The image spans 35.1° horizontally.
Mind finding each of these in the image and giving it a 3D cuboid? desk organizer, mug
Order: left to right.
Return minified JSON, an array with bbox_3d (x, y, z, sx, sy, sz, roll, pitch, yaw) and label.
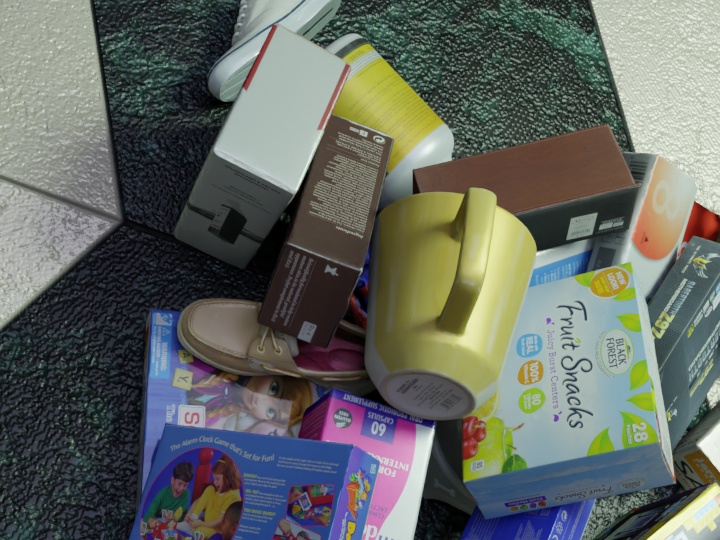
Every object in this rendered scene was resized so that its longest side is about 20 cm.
[{"bbox_3d":[0.062,0.029,0.956,0.147,0.187,0.155,-3,54,24],"label":"mug"},{"bbox_3d":[0.150,-0.067,1.065,0.197,0.072,0.078,-13,58,-5],"label":"desk organizer"}]

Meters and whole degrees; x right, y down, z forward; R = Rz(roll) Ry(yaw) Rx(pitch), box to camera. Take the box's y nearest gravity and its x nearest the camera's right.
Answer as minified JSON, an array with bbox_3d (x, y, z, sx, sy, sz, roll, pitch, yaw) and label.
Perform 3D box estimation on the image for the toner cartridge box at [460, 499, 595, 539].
[{"bbox_3d":[0.156,0.199,1.003,0.043,0.094,0.201,48,55,-28],"label":"toner cartridge box"}]

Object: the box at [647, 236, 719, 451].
[{"bbox_3d":[0.311,0.091,1.135,0.051,0.159,0.200,23,60,33],"label":"box"}]

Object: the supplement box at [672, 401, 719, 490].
[{"bbox_3d":[0.427,0.179,1.184,0.199,0.074,0.127,-35,84,-25],"label":"supplement box"}]

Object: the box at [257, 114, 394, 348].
[{"bbox_3d":[-0.029,-0.039,1.027,0.074,0.101,0.201,19,40,-7],"label":"box"}]

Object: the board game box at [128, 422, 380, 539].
[{"bbox_3d":[-0.091,0.201,0.913,0.045,0.198,0.136,41,57,-49],"label":"board game box"}]

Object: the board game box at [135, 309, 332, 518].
[{"bbox_3d":[-0.103,0.144,1.050,0.197,0.041,0.203,5,69,-16],"label":"board game box"}]

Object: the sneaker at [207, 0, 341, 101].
[{"bbox_3d":[-0.103,-0.250,1.191,0.070,0.073,0.200,37,54,9],"label":"sneaker"}]

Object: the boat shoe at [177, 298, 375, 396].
[{"bbox_3d":[-0.065,0.060,1.031,0.197,0.069,0.075,13,65,-13],"label":"boat shoe"}]

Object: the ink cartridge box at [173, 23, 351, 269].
[{"bbox_3d":[-0.096,-0.108,1.062,0.083,0.200,0.146,27,64,-10],"label":"ink cartridge box"}]

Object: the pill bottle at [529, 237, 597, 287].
[{"bbox_3d":[0.186,-0.020,1.163,0.198,0.112,0.113,-17,76,-23],"label":"pill bottle"}]

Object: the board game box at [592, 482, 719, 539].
[{"bbox_3d":[0.231,0.281,1.033,0.199,0.165,0.057,-31,82,-24],"label":"board game box"}]

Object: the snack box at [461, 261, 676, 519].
[{"bbox_3d":[0.174,0.102,0.992,0.166,0.068,0.202,-14,44,19],"label":"snack box"}]

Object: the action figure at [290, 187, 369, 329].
[{"bbox_3d":[0.000,0.000,1.136,0.065,0.052,0.202,-26,81,-29],"label":"action figure"}]

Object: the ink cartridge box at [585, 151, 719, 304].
[{"bbox_3d":[0.313,-0.009,1.160,0.199,0.050,0.164,22,84,-38],"label":"ink cartridge box"}]

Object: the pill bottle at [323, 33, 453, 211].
[{"bbox_3d":[0.024,-0.133,1.155,0.200,0.112,0.112,47,64,4],"label":"pill bottle"}]

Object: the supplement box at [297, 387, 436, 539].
[{"bbox_3d":[-0.013,0.218,0.973,0.100,0.103,0.203,17,69,-12],"label":"supplement box"}]

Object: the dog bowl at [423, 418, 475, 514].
[{"bbox_3d":[0.136,0.151,1.113,0.197,0.059,0.203,6,69,-15],"label":"dog bowl"}]
